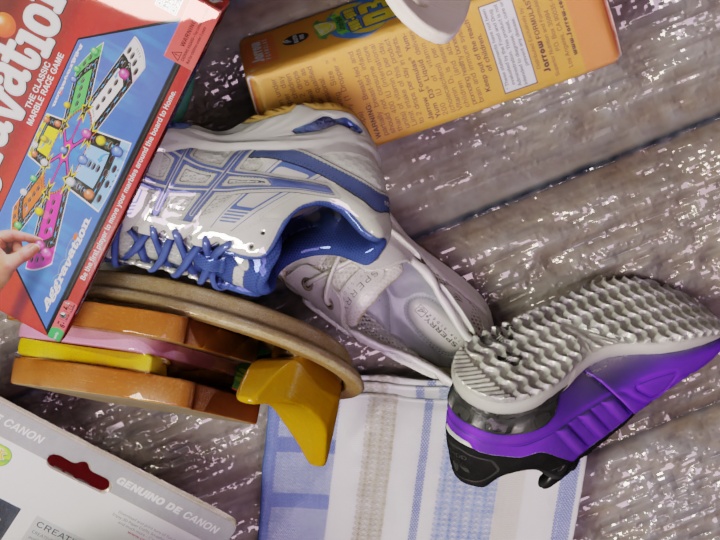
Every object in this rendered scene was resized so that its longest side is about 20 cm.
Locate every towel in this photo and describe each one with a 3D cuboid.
[{"bbox_3d":[0.038,0.127,1.404,0.199,0.024,0.147,2,115,-7],"label":"towel"}]

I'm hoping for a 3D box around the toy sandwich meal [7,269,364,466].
[{"bbox_3d":[-0.094,0.057,1.265,0.205,0.205,0.070,18,77,-15],"label":"toy sandwich meal"}]

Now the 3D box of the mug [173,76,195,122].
[{"bbox_3d":[-0.155,-0.127,1.219,0.152,0.114,0.185,22,108,-16],"label":"mug"}]

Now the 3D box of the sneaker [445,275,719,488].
[{"bbox_3d":[0.124,0.071,1.344,0.200,0.070,0.100,-16,130,-34],"label":"sneaker"}]

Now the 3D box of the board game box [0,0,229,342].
[{"bbox_3d":[-0.150,-0.069,1.130,0.103,0.019,0.200,29,116,0],"label":"board game box"}]

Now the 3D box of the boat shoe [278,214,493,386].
[{"bbox_3d":[0.000,0.000,1.319,0.200,0.069,0.071,33,106,-19],"label":"boat shoe"}]

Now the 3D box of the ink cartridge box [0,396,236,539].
[{"bbox_3d":[-0.197,0.150,1.346,0.200,0.084,0.176,30,108,-19],"label":"ink cartridge box"}]

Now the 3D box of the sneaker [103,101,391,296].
[{"bbox_3d":[-0.079,-0.027,1.190,0.199,0.088,0.075,-14,150,-12],"label":"sneaker"}]

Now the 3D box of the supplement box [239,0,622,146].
[{"bbox_3d":[0.036,-0.120,1.275,0.199,0.067,0.069,-21,114,1],"label":"supplement box"}]

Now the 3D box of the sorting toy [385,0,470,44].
[{"bbox_3d":[0.017,-0.209,1.151,0.107,0.180,0.200,-16,133,18],"label":"sorting toy"}]
